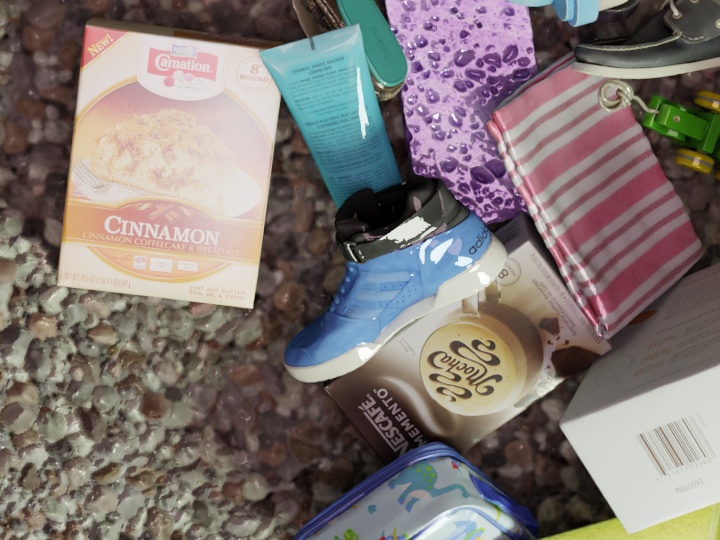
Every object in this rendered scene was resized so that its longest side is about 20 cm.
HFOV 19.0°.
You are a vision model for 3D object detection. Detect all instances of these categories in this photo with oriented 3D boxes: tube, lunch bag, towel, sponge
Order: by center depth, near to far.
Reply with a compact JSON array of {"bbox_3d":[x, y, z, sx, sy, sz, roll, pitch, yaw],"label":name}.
[{"bbox_3d":[-0.008,-0.094,1.633,0.077,0.050,0.201,-18,125,6],"label":"tube"},{"bbox_3d":[0.185,-0.063,1.652,0.146,0.030,0.201,-37,102,-40],"label":"towel"},{"bbox_3d":[0.050,0.219,1.673,0.161,0.083,0.200,-36,147,10],"label":"lunch bag"},{"bbox_3d":[0.085,-0.135,1.678,0.111,0.030,0.201,-10,103,-2],"label":"sponge"}]

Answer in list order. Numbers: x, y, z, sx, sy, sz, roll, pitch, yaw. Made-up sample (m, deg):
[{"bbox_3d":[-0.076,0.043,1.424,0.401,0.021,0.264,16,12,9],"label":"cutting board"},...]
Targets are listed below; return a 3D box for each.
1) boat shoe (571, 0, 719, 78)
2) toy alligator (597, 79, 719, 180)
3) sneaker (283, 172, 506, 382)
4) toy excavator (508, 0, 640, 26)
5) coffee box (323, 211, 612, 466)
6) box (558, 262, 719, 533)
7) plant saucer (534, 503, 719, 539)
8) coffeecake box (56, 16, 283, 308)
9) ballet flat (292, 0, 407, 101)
[{"bbox_3d":[0.248,-0.186,1.646,0.199,0.072,0.068,-13,105,-21],"label":"boat shoe"},{"bbox_3d":[0.255,-0.111,1.671,0.199,0.054,0.060,19,92,-26],"label":"toy alligator"},{"bbox_3d":[0.000,-0.001,1.626,0.200,0.077,0.111,-30,116,25],"label":"sneaker"},{"bbox_3d":[0.100,-0.264,1.607,0.199,0.100,0.195,-16,76,-6],"label":"toy excavator"},{"bbox_3d":[0.082,0.064,1.682,0.200,0.080,0.113,-37,104,12],"label":"coffee box"},{"bbox_3d":[0.264,0.084,1.629,0.152,0.200,0.107,-25,105,34],"label":"box"},{"bbox_3d":[0.197,0.263,1.698,0.199,0.048,0.200,-16,146,-3],"label":"plant saucer"},{"bbox_3d":[-0.145,-0.083,1.649,0.153,0.073,0.201,7,101,-5],"label":"coffeecake box"},{"bbox_3d":[-0.028,-0.219,1.632,0.068,0.075,0.201,-32,106,-39],"label":"ballet flat"}]
